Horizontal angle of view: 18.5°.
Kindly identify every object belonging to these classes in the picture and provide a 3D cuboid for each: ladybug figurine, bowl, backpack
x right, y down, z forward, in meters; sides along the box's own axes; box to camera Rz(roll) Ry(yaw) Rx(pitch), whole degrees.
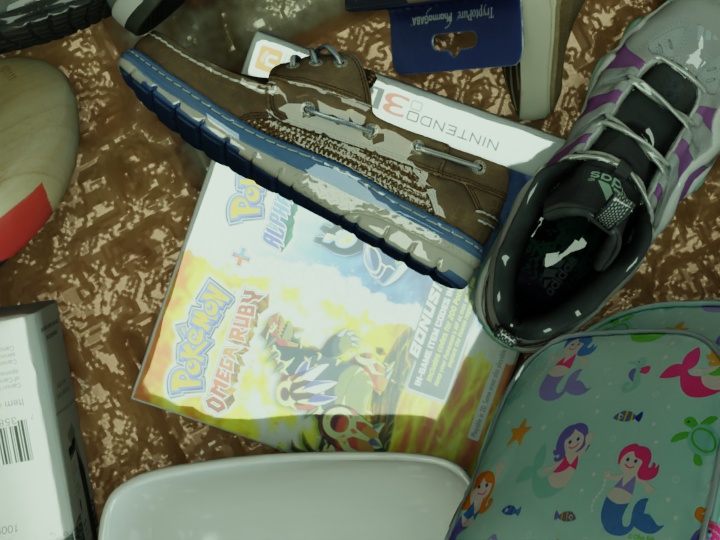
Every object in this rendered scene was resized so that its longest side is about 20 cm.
[{"bbox_3d":[-0.222,-0.029,1.093,0.200,0.136,0.072,-32,127,-10],"label":"ladybug figurine"},{"bbox_3d":[-0.025,0.187,1.097,0.199,0.075,0.200,-4,90,9],"label":"bowl"},{"bbox_3d":[0.143,0.105,1.009,0.151,0.177,0.200,50,54,-35],"label":"backpack"}]

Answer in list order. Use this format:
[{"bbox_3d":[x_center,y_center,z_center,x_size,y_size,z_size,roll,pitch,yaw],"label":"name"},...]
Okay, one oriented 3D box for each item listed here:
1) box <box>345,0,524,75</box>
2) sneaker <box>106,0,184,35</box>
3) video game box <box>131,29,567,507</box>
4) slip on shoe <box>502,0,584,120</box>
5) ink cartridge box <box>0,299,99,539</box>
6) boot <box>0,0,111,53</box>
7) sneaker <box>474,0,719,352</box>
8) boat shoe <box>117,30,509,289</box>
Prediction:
[{"bbox_3d":[0.030,-0.197,1.077,0.032,0.121,0.201,-8,95,-31],"label":"box"},{"bbox_3d":[-0.089,-0.221,1.041,0.121,0.084,0.200,35,85,0],"label":"sneaker"},{"bbox_3d":[0.000,0.000,1.129,0.182,0.047,0.201,19,94,1],"label":"video game box"},{"bbox_3d":[0.101,-0.165,1.076,0.060,0.076,0.201,-4,118,-7],"label":"slip on shoe"},{"bbox_3d":[-0.211,0.127,1.121,0.146,0.083,0.201,-9,94,3],"label":"ink cartridge box"},{"bbox_3d":[-0.134,-0.202,1.111,0.200,0.070,0.132,-29,91,-8],"label":"boot"},{"bbox_3d":[0.123,-0.044,1.030,0.078,0.140,0.200,30,94,3],"label":"sneaker"},{"bbox_3d":[-0.020,-0.069,1.073,0.200,0.072,0.073,30,83,-4],"label":"boat shoe"}]
